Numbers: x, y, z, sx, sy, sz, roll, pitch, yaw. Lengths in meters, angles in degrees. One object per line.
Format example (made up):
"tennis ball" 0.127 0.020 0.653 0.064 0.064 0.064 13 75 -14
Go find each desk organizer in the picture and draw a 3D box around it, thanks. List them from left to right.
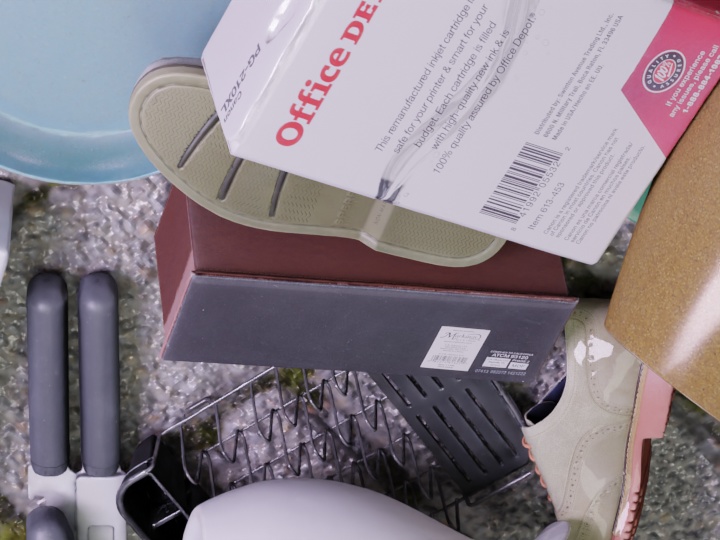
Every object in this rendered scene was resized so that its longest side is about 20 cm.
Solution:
"desk organizer" 0.000 0.000 1.358 0.199 0.077 0.072 4 141 -17

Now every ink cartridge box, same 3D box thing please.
"ink cartridge box" 0.049 -0.102 1.214 0.200 0.084 0.145 16 121 -28

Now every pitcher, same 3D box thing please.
"pitcher" 0.011 0.186 1.362 0.199 0.172 0.121 8 123 -12

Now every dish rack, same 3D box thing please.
"dish rack" -0.013 0.108 1.442 0.200 0.055 0.153 -31 120 15

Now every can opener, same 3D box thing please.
"can opener" -0.150 0.099 1.419 0.053 0.067 0.200 0 122 -4

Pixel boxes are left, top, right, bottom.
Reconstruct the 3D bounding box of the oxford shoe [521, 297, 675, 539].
"oxford shoe" 0.121 0.100 1.446 0.074 0.071 0.200 14 115 4

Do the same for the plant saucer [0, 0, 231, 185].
"plant saucer" -0.134 -0.134 1.299 0.200 0.027 0.201 -2 123 -3

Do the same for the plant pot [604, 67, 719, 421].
"plant pot" 0.210 -0.024 1.250 0.186 0.186 0.200 34 95 -22

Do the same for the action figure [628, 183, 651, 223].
"action figure" 0.144 -0.124 1.310 0.118 0.055 0.200 28 112 -16

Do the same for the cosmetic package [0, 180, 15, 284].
"cosmetic package" -0.249 0.042 1.375 0.101 0.071 0.200 15 120 -13

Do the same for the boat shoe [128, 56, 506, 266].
"boat shoe" -0.022 -0.061 1.308 0.200 0.068 0.075 21 124 -22
